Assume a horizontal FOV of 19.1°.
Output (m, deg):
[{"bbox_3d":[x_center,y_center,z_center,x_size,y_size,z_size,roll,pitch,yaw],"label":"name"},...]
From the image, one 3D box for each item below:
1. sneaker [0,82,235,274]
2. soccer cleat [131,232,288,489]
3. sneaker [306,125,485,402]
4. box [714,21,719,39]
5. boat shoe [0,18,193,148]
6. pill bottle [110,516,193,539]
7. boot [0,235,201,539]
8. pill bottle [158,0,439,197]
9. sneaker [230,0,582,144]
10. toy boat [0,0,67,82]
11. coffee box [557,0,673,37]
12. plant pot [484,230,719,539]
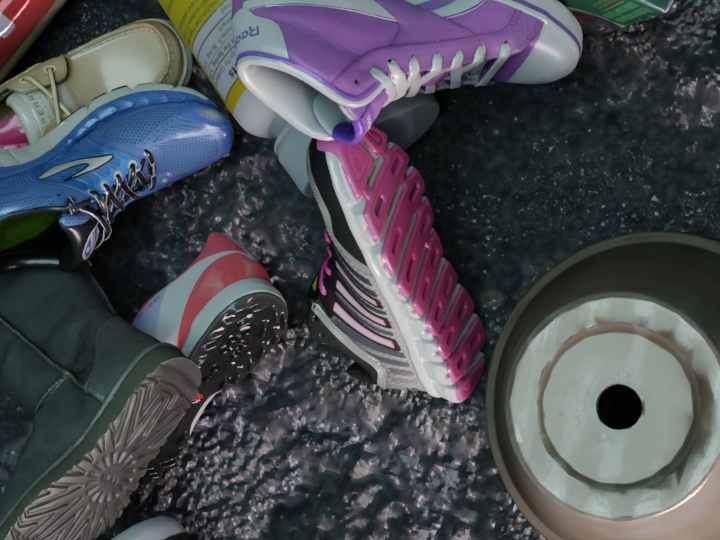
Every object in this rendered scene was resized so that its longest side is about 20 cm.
[{"bbox_3d":[-0.162,-0.041,1.262,0.200,0.079,0.089,-25,51,-13],"label":"sneaker"},{"bbox_3d":[-0.126,0.064,1.294,0.200,0.068,0.073,-46,47,17],"label":"soccer cleat"},{"bbox_3d":[0.000,0.000,1.210,0.087,0.200,0.074,-3,44,27],"label":"sneaker"},{"bbox_3d":[0.317,-0.081,1.139,0.200,0.048,0.193,-19,83,-11],"label":"box"},{"bbox_3d":[-0.194,-0.088,1.310,0.200,0.069,0.074,-34,79,12],"label":"boat shoe"},{"bbox_3d":[-0.095,0.251,1.241,0.112,0.112,0.200,-42,77,10],"label":"pill bottle"},{"bbox_3d":[-0.202,0.068,1.261,0.200,0.073,0.182,34,79,36],"label":"boot"},{"bbox_3d":[-0.047,-0.150,1.249,0.114,0.114,0.200,-35,79,11],"label":"pill bottle"},{"bbox_3d":[0.025,-0.107,1.152,0.200,0.073,0.114,11,59,-14],"label":"sneaker"},{"bbox_3d":[-0.245,-0.208,1.292,0.130,0.131,0.200,40,93,22],"label":"toy boat"},{"bbox_3d":[0.066,-0.188,1.175,0.200,0.123,0.044,21,84,-13],"label":"coffee box"},{"bbox_3d":[0.153,0.072,1.150,0.200,0.174,0.200,-1,86,15],"label":"plant pot"}]
